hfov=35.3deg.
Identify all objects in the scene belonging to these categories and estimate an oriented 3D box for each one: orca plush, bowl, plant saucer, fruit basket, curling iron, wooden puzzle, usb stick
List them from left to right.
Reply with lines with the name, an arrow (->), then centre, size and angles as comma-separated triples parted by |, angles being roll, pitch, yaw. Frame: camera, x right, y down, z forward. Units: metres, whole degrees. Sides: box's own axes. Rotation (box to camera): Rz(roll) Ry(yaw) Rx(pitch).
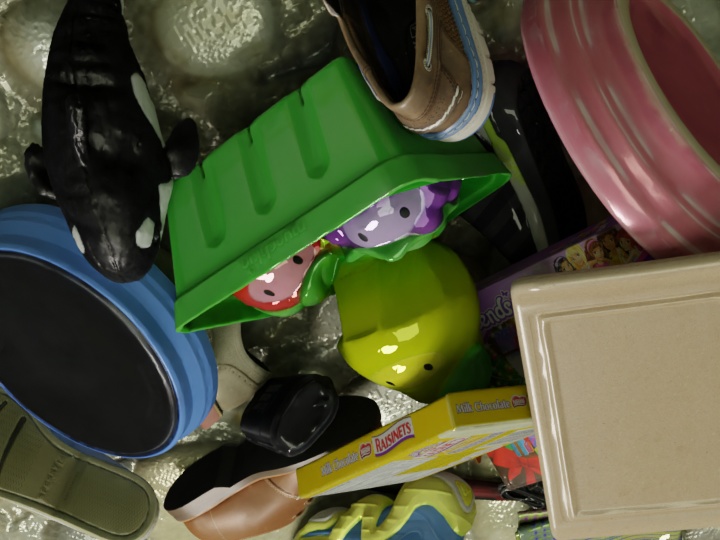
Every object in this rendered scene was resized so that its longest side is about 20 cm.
bowl -> -0.190, 0.048, 0.764 | 0.198, 0.040, 0.203 | 18, 135, 18
orca plush -> -0.145, -0.097, 0.657 | 0.103, 0.071, 0.203 | 10, 88, -1
usb stick -> -0.052, 0.096, 0.766 | 0.032, 0.200, 0.056 | 36, 78, -6
fruit basket -> 0.000, 0.000, 0.693 | 0.213, 0.155, 0.220 | 4, 97, 34
curling iron -> 0.061, 0.165, 0.899 | 0.196, 0.026, 0.050 | 6, 142, -4
plant saucer -> 0.172, -0.092, 0.647 | 0.200, 0.202, 0.051 | 40, 127, -23
wooden puzzle -> 0.187, 0.069, 0.633 | 0.182, 0.037, 0.202 | -7, 123, 12

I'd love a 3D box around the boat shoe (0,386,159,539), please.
boat shoe -> -0.243, 0.148, 0.852 | 0.198, 0.075, 0.068 | 32, 161, 2

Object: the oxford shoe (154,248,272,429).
oxford shoe -> -0.127, 0.014, 0.793 | 0.073, 0.071, 0.202 | -30, 122, -10

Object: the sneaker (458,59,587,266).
sneaker -> 0.096, -0.054, 0.762 | 0.082, 0.072, 0.202 | -5, 123, 29

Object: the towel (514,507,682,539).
towel -> 0.207, 0.269, 0.961 | 0.141, 0.023, 0.202 | -9, 126, 4

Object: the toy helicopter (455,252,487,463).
toy helicopter -> 0.105, 0.075, 0.835 | 0.131, 0.079, 0.201 | -30, 107, 26

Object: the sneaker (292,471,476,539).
sneaker -> 0.007, 0.234, 0.877 | 0.075, 0.106, 0.199 | 31, 130, -26

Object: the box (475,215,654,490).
box -> 0.140, 0.053, 0.726 | 0.199, 0.039, 0.138 | -29, 94, 42

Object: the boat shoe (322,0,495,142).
boat shoe -> 0.012, -0.168, 0.613 | 0.072, 0.202, 0.072 | -34, 159, 29

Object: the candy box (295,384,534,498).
candy box -> 0.045, 0.112, 0.733 | 0.101, 0.027, 0.200 | 0, 159, -31

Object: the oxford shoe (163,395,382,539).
oxford shoe -> -0.055, 0.156, 0.867 | 0.198, 0.072, 0.072 | -29, 113, 26

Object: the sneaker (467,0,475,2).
sneaker -> 0.069, -0.194, 0.652 | 0.198, 0.087, 0.078 | -27, 119, 14
